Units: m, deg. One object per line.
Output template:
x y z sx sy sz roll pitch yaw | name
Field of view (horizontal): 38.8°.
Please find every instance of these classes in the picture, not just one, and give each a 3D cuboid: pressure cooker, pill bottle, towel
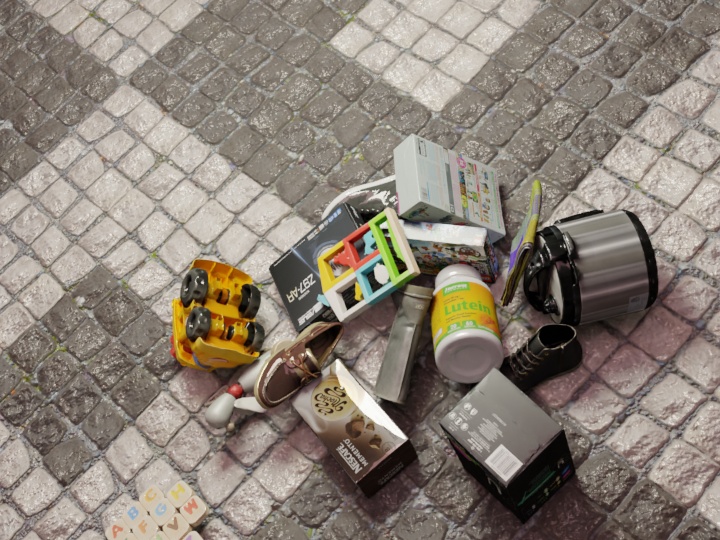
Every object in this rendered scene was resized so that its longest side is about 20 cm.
0.362 0.000 1.660 0.200 0.176 0.179 -14 15 -2 | pressure cooker
0.173 0.081 1.703 0.111 0.111 0.200 -14 38 9 | pill bottle
0.272 -0.046 1.717 0.023 0.144 0.200 17 41 4 | towel

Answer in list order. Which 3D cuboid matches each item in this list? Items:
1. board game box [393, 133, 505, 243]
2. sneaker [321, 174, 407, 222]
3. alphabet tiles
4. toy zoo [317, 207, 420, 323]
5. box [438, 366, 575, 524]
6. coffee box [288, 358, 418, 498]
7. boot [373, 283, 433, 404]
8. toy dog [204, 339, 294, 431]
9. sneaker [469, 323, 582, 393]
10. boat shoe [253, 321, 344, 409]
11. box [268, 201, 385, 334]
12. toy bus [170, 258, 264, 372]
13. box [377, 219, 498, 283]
0.158 -0.138 1.807 0.064 0.200 0.148 -37 45 44 | board game box
0.029 -0.108 1.899 0.200 0.071 0.099 -22 52 -1 | sneaker
-0.344 0.445 1.697 0.200 0.015 0.196 -45 42 -11 | alphabet tiles
0.000 0.000 1.745 0.200 0.020 0.131 -34 62 27 | toy zoo
0.226 0.269 1.547 0.124 0.200 0.149 -43 59 -8 | box
-0.013 0.261 1.695 0.113 0.080 0.200 -38 57 -8 | coffee box
0.069 0.122 1.747 0.072 0.182 0.201 9 90 -3 | boot
-0.171 0.210 1.768 0.200 0.132 0.096 -43 96 -4 | toy dog
0.262 0.148 1.661 0.200 0.106 0.075 -27 57 1 | sneaker
-0.098 0.154 1.715 0.200 0.072 0.072 -42 15 -35 | boat shoe
-0.060 -0.001 1.841 0.200 0.044 0.160 -39 55 19 | box
-0.276 0.111 1.822 0.192 0.136 0.200 -47 38 32 | toy bus
0.133 -0.034 1.787 0.200 0.137 0.038 7 64 21 | box
